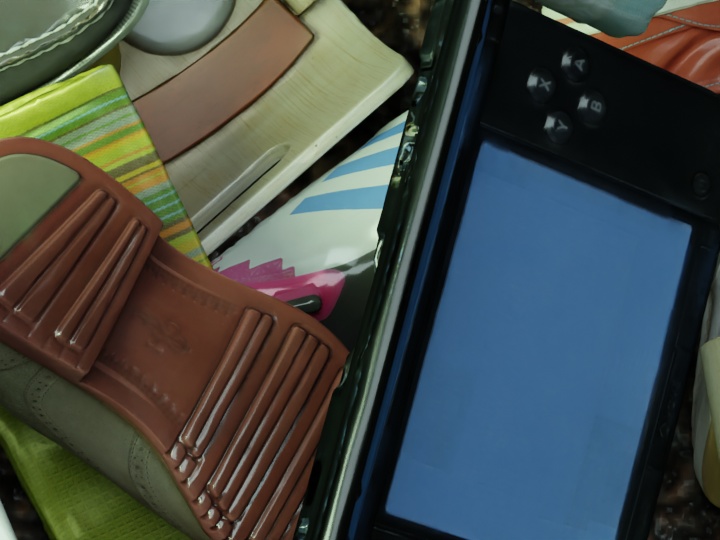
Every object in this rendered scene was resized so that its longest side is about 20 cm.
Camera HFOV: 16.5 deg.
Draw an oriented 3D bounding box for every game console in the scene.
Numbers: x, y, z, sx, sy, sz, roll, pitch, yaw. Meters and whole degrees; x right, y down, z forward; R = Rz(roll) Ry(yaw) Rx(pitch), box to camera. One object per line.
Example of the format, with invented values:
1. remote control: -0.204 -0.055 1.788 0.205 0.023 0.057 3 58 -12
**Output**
1. game console: 0.051 0.020 0.691 0.175 0.116 0.201 20 81 -30

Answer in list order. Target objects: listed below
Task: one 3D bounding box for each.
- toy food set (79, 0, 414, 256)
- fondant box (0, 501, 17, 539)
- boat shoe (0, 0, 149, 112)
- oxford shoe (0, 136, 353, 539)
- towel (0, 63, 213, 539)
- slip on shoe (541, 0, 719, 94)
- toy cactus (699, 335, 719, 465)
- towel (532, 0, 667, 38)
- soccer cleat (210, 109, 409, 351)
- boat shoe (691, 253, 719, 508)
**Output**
1. toy food set: -0.100 -0.093 0.800 0.143 0.060 0.200 -41 96 -3
2. fondant box: -0.126 0.085 0.698 0.058 0.200 0.145 -23 76 -10
3. boat shoe: -0.162 -0.073 0.746 0.200 0.061 0.072 -13 90 3
4. oxford shoe: -0.058 0.035 0.735 0.200 0.075 0.071 46 61 -23
5. towel: -0.071 0.042 0.768 0.086 0.018 0.201 -25 98 5
6. slip on shoe: 0.161 -0.088 0.864 0.199 0.074 0.062 -14 97 -12
7. toy cactus: 0.152 0.094 0.752 0.102 0.200 0.166 -8 75 -45
8. towel: 0.006 -0.150 0.797 0.170 0.200 0.048 20 112 -16
9. soccer cleat: 0.000 0.000 0.819 0.199 0.086 0.070 -32 111 4
10. boat shoe: 0.148 -0.020 0.814 0.070 0.069 0.201 9 106 -29
